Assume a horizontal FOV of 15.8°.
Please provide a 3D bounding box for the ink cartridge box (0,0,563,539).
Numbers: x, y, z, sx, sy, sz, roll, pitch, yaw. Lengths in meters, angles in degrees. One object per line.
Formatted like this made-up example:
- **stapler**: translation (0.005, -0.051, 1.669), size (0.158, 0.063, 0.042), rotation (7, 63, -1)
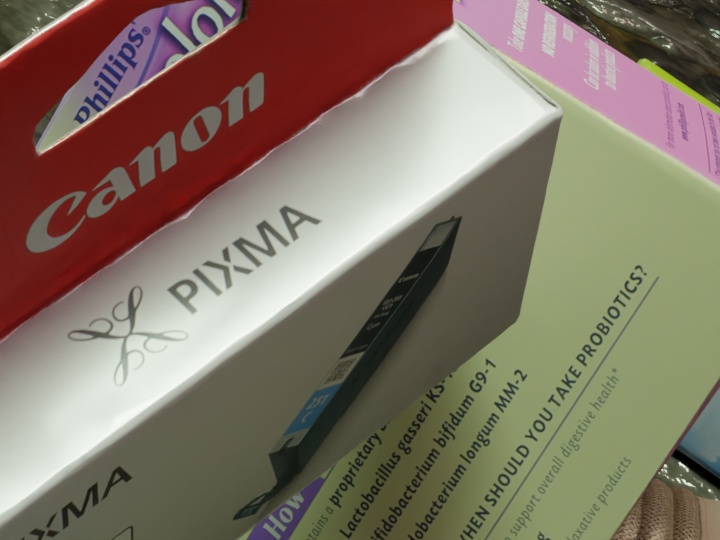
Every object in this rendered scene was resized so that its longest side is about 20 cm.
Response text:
- **ink cartridge box**: translation (-0.037, 0.003, 0.589), size (0.200, 0.177, 0.045), rotation (-37, 65, -25)

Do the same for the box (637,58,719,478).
- **box**: translation (0.161, 0.021, 1.044), size (0.199, 0.122, 0.048), rotation (35, 19, 1)

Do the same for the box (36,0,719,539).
- **box**: translation (0.000, 0.000, 0.763), size (0.199, 0.177, 0.097), rotation (30, 17, -5)

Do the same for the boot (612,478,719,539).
- **boot**: translation (0.139, 0.117, 0.855), size (0.154, 0.073, 0.200), rotation (12, -8, 5)
